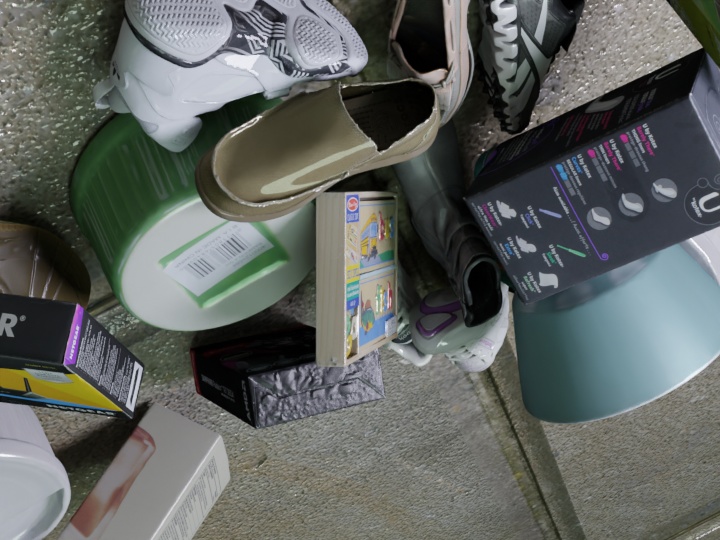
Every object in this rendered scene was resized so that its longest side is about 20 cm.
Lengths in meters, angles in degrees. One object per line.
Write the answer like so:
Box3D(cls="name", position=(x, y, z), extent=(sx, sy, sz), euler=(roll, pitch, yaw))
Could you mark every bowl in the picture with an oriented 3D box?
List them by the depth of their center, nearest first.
Box3D(cls="bowl", position=(0.207, 0.030, 1.081), extent=(0.199, 0.201, 0.106), euler=(-29, 106, 4))

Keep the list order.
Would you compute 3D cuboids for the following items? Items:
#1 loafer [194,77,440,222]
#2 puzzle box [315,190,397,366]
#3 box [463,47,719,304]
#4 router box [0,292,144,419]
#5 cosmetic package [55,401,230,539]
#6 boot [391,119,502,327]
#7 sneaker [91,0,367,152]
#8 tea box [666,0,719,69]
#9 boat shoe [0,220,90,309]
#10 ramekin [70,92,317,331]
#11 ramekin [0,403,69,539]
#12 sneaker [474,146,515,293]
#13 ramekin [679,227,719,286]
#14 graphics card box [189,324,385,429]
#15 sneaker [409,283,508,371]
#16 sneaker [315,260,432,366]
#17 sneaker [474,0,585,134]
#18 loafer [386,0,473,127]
Box3D(cls="loafer", position=(-0.027, -0.098, 0.911), extent=(0.198, 0.077, 0.068), euler=(-25, 167, -23))
Box3D(cls="puzzle box", position=(0.000, 0.000, 1.053), extent=(0.025, 0.135, 0.200), euler=(0, -176, 13))
Box3D(cls="box", position=(0.200, -0.074, 1.004), extent=(0.198, 0.107, 0.122), euler=(-24, -164, 31))
Box3D(cls="router box", position=(-0.284, 0.060, 0.973), extent=(0.197, 0.052, 0.149), euler=(6, 159, 13))
Box3D(cls="cosmetic package", position=(-0.217, 0.245, 1.242), extent=(0.201, 0.086, 0.104), euler=(-56, 160, -31))
Box3D(cls="boot", position=(0.080, -0.050, 1.095), extent=(0.069, 0.132, 0.201), euler=(-26, 141, 1))
Box3D(cls="sneaker", position=(-0.095, -0.147, 0.914), extent=(0.198, 0.076, 0.115), euler=(1, 145, -39))
Box3D(cls="tea box", position=(0.315, -0.260, 0.921), extent=(0.199, 0.198, 0.134), euler=(-31, 146, 9))
Box3D(cls="boat shoe", position=(-0.293, -0.006, 0.984), extent=(0.063, 0.074, 0.200), euler=(8, 171, 36))
Box3D(cls="ramekin", position=(-0.122, -0.042, 1.007), extent=(0.198, 0.098, 0.201), euler=(-18, 146, -13))
Box3D(cls="ramekin", position=(-0.368, 0.187, 1.140), extent=(0.200, 0.095, 0.204), euler=(-18, 144, -13))
Box3D(cls="sneaker", position=(0.135, -0.034, 1.166), extent=(0.072, 0.079, 0.201), euler=(-59, 136, -29))
Box3D(cls="ramekin", position=(0.263, -0.038, 1.198), extent=(0.095, 0.200, 0.203), euler=(-57, 157, -27))
Box3D(cls="graphics card box", position=(-0.072, 0.093, 1.160), extent=(0.124, 0.200, 0.052), euler=(-11, 99, -20))
Box3D(cls="sneaker", position=(0.106, 0.059, 1.227), extent=(0.074, 0.101, 0.200), euler=(-2, -168, 25))
Box3D(cls="sneaker", position=(0.018, 0.021, 1.203), extent=(0.076, 0.081, 0.200), euler=(-31, 144, 11))
Box3D(cls="sneaker", position=(0.139, -0.186, 1.017), extent=(0.089, 0.067, 0.201), euler=(-19, 144, -3))
Box3D(cls="loafer", position=(0.048, -0.177, 0.952), extent=(0.063, 0.071, 0.201), euler=(-55, 161, -38))
